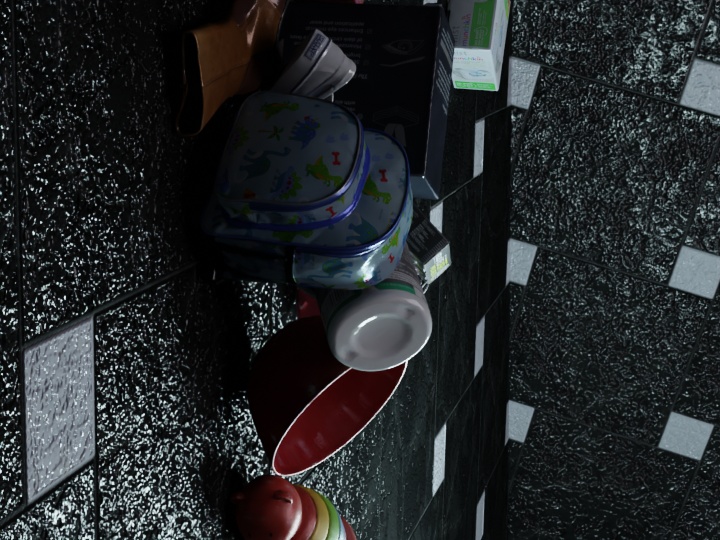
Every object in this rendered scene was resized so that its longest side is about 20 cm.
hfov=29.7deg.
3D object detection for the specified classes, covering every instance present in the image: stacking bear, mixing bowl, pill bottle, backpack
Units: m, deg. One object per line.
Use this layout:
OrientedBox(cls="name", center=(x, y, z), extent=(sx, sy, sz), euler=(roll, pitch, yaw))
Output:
OrientedBox(cls="stacking bear", center=(-0.083, 0.299, 1.574), extent=(0.200, 0.121, 0.114), euler=(57, 41, -56))
OrientedBox(cls="mixing bowl", center=(-0.055, 0.125, 1.538), extent=(0.200, 0.108, 0.201), euler=(-37, 156, -19))
OrientedBox(cls="pill bottle", center=(0.002, 0.000, 1.464), extent=(0.114, 0.112, 0.201), euler=(80, -4, -46))
OrientedBox(cls="backpack", center=(-0.049, -0.076, 1.362), extent=(0.147, 0.198, 0.184), euler=(89, 12, -56))

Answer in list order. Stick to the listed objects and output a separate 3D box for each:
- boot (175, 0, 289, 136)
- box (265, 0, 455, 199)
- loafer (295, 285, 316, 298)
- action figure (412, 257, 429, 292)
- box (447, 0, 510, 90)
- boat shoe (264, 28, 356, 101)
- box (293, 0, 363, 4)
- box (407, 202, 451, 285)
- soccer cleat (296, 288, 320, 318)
OrientedBox(cls="boot", center=(-0.134, -0.248, 1.320), extent=(0.200, 0.068, 0.190), euler=(-48, 153, -61))
OrientedBox(cls="box", center=(-0.003, -0.195, 1.559), extent=(0.117, 0.195, 0.202), euler=(42, 54, -74))
OrientedBox(cls="loafer", center=(-0.029, 0.006, 1.582), extent=(0.072, 0.200, 0.073), euler=(-53, -157, -8))
OrientedBox(cls="action figure", center=(0.000, 0.000, 1.658), extent=(0.201, 0.130, 0.069), euler=(56, 8, 16))
OrientedBox(cls="box", center=(0.225, -0.477, 2.626), extent=(0.177, 0.096, 0.201), euler=(63, 35, -69))
OrientedBox(cls="boat shoe", center=(-0.061, -0.185, 1.426), extent=(0.074, 0.065, 0.200), euler=(-60, -169, -17))
OrientedBox(cls="box", center=(-0.056, -0.364, 1.500), extent=(0.200, 0.095, 0.101), euler=(41, 55, -73))
OrientedBox(cls="box", center=(0.032, -0.079, 1.710), extent=(0.044, 0.200, 0.160), euler=(-42, 169, -4))
OrientedBox(cls="soccer cleat", center=(-0.038, 0.001, 1.755), extent=(0.077, 0.066, 0.201), euler=(82, 15, -55))
